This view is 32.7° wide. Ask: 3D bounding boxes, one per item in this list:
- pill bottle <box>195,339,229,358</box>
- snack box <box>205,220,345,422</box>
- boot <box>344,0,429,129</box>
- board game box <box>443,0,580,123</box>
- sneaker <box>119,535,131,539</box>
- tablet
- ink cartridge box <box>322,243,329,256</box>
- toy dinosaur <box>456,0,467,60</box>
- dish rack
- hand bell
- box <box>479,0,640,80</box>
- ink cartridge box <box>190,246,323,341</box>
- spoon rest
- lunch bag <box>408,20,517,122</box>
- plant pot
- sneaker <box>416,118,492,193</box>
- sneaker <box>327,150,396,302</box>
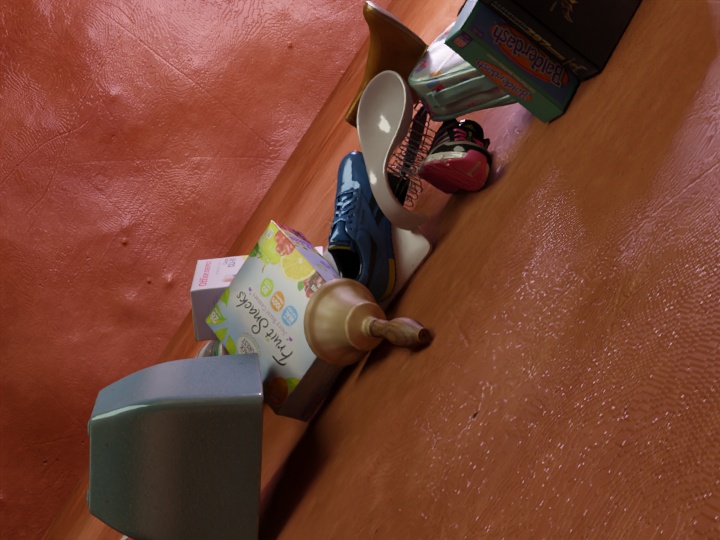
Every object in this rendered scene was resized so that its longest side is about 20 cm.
[{"bbox_3d":[-0.197,0.152,1.915,0.114,0.112,0.200,-62,13,-27],"label":"pill bottle"},{"bbox_3d":[-0.092,0.064,1.574,0.169,0.067,0.200,-54,48,14],"label":"snack box"},{"bbox_3d":[0.024,-0.251,1.586,0.144,0.071,0.201,-50,-30,8],"label":"boot"},{"bbox_3d":[0.201,-0.292,1.383,0.201,0.151,0.045,-60,15,-23],"label":"board game box"},{"bbox_3d":[-0.311,0.420,1.751,0.201,0.078,0.116,-52,11,28],"label":"sneaker"},{"bbox_3d":[0.000,0.000,1.567,0.201,0.014,0.131,-51,54,21],"label":"tablet"},{"bbox_3d":[-0.038,0.019,1.700,0.100,0.039,0.202,76,-144,-59],"label":"ink cartridge box"},{"bbox_3d":[0.153,-0.338,1.433,0.106,0.059,0.203,135,141,-82],"label":"toy dinosaur"},{"bbox_3d":[0.060,-0.130,1.676,0.201,0.054,0.154,-58,-10,-37],"label":"dish rack"},{"bbox_3d":[0.023,0.064,1.378,0.105,0.104,0.199,-59,24,-14],"label":"hand bell"},{"bbox_3d":[0.238,-0.337,1.341,0.201,0.157,0.051,-58,13,-13],"label":"box"},{"bbox_3d":[-0.147,0.033,1.815,0.145,0.197,0.085,-98,1,-71],"label":"ink cartridge box"},{"bbox_3d":[0.036,-0.151,1.512,0.099,0.060,0.203,-30,64,45],"label":"spoon rest"},{"bbox_3d":[0.160,-0.258,1.503,0.198,0.077,0.161,-13,36,43],"label":"lunch bag"},{"bbox_3d":[-0.217,0.213,1.439,0.196,0.197,0.199,-119,31,-77],"label":"plant pot"},{"bbox_3d":[0.123,-0.149,1.511,0.088,0.073,0.200,-63,7,-4],"label":"sneaker"},{"bbox_3d":[-0.006,-0.059,1.523,0.065,0.078,0.203,-21,68,38],"label":"sneaker"}]
